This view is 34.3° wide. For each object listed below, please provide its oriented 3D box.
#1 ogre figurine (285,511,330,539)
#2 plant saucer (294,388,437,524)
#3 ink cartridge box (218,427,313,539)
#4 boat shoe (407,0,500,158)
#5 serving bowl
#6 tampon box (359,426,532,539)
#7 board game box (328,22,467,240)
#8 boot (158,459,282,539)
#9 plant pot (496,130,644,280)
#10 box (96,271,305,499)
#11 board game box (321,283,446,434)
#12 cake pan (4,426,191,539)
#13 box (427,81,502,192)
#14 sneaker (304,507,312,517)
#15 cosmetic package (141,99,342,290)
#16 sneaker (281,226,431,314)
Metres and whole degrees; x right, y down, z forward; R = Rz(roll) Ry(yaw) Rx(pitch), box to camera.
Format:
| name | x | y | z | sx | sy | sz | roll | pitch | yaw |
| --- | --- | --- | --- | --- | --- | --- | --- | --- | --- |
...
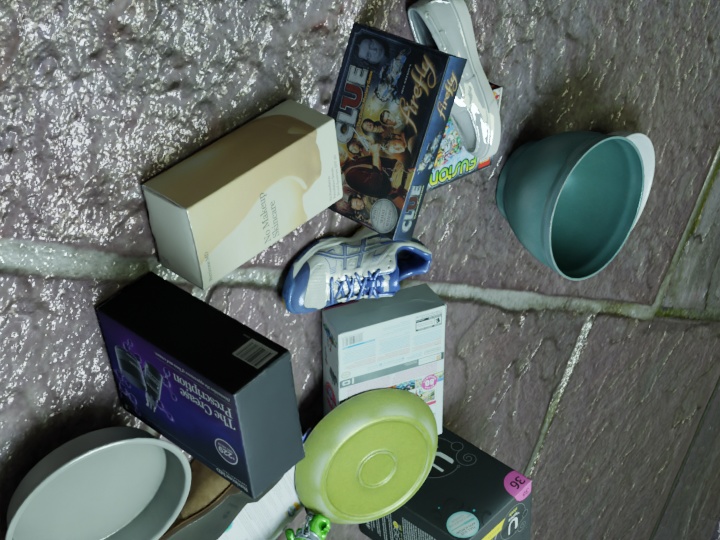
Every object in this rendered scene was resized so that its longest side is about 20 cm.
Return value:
| name | x | y | z | sx | sy | sz | roll | pitch | yaw |
| --- | --- | --- | --- | --- | --- | --- | --- | --- | --- |
| ogre figurine | -0.102 | 0.398 | 1.431 | 0.200 | 0.098 | 0.120 | -38 | -170 | 20 |
| plant saucer | 0.016 | 0.240 | 1.455 | 0.200 | 0.031 | 0.200 | -14 | 122 | -23 |
| ink cartridge box | -0.124 | 0.285 | 1.429 | 0.200 | 0.042 | 0.119 | -44 | 142 | -20 |
| boat shoe | 0.104 | -0.217 | 1.332 | 0.068 | 0.072 | 0.200 | -26 | 115 | -25 |
| serving bowl | 0.359 | -0.120 | 1.751 | 0.200 | 0.066 | 0.200 | -30 | 133 | -38 |
| tampon box | 0.115 | 0.326 | 1.617 | 0.150 | 0.200 | 0.126 | -36 | 137 | -33 |
| board game box | 0.024 | -0.149 | 1.250 | 0.035 | 0.135 | 0.200 | -1 | 113 | -51 |
| boot | -0.181 | 0.261 | 1.328 | 0.200 | 0.075 | 0.074 | -40 | 152 | -7 |
| plant pot | 0.270 | -0.102 | 1.586 | 0.200 | 0.134 | 0.201 | -23 | 125 | -37 |
| box | -0.155 | 0.109 | 1.135 | 0.079 | 0.200 | 0.141 | -38 | 138 | -32 |
| board game box | 0.028 | 0.129 | 1.459 | 0.147 | 0.064 | 0.200 | -13 | 123 | -21 |
| cake pan | -0.268 | 0.235 | 1.179 | 0.200 | 0.037 | 0.201 | -25 | 139 | -24 |
| box | 0.093 | -0.156 | 1.418 | 0.200 | 0.035 | 0.110 | -25 | 131 | -41 |
| sneaker | 0.007 | 0.264 | 1.550 | 0.200 | 0.075 | 0.076 | -44 | 139 | -23 |
| cosmetic package | -0.114 | -0.079 | 1.176 | 0.200 | 0.071 | 0.105 | -37 | 138 | -31 |
| sneaker | 0.000 | 0.000 | 1.358 | 0.200 | 0.088 | 0.075 | -31 | 136 | -35 |
